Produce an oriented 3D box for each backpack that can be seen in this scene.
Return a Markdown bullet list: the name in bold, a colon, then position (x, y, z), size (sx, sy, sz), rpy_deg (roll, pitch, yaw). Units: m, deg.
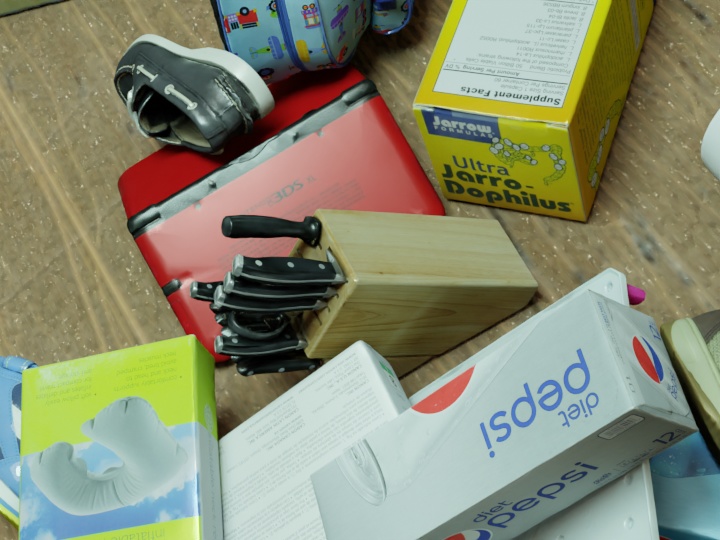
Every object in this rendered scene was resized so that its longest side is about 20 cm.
- **backpack**: position (-0.031, -0.232, 0.982), size (0.133, 0.184, 0.201), rpy_deg (6, 46, 16)

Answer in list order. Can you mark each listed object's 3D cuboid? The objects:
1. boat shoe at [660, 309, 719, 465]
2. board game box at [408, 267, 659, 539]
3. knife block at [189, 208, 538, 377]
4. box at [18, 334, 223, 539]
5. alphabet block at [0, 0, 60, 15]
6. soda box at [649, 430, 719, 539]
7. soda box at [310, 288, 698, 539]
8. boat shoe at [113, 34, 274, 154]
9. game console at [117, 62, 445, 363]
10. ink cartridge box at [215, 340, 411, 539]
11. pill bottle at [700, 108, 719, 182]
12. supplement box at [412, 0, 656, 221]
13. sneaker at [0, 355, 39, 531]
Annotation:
- **boat shoe**: position (0.220, 0.096, 0.707), size (0.064, 0.073, 0.201), rpy_deg (-27, 56, 6)
- **board game box**: position (0.093, 0.129, 0.763), size (0.200, 0.026, 0.202), rpy_deg (-39, 42, 45)
- **knife block**: position (0.000, 0.000, 0.850), size (0.198, 0.176, 0.064), rpy_deg (-29, 56, -1)
- **box**: position (-0.144, 0.148, 0.826), size (0.120, 0.048, 0.202), rpy_deg (-12, 62, 10)
- **alphabet block**: position (-0.267, -0.362, 1.140), size (0.194, 0.201, 0.197), rpy_deg (-13, 56, 10)
- **soda box**: position (0.210, 0.132, 0.772), size (0.198, 0.064, 0.068), rpy_deg (11, 64, 23)
- **soda box**: position (0.067, 0.093, 0.704), size (0.199, 0.063, 0.069), rpy_deg (-37, 54, 30)
- **boat shoe**: position (-0.137, -0.122, 1.000), size (0.060, 0.074, 0.199), rpy_deg (-45, 35, -19)
- **game console**: position (-0.061, -0.051, 0.997), size (0.198, 0.119, 0.174), rpy_deg (-30, 86, -2)
- **ink cartridge box**: position (-0.017, 0.167, 0.815), size (0.160, 0.050, 0.201), rpy_deg (-35, 58, 12)
- **pill bottle**: position (0.295, -0.028, 0.812), size (0.112, 0.113, 0.201), rpy_deg (-32, 55, -4)
- **supplement box**: position (0.125, -0.152, 0.943), size (0.108, 0.110, 0.202), rpy_deg (11, 63, 23)
- **sneaker**: position (-0.247, 0.091, 0.940), size (0.082, 0.074, 0.200), rpy_deg (-39, 64, -10)
